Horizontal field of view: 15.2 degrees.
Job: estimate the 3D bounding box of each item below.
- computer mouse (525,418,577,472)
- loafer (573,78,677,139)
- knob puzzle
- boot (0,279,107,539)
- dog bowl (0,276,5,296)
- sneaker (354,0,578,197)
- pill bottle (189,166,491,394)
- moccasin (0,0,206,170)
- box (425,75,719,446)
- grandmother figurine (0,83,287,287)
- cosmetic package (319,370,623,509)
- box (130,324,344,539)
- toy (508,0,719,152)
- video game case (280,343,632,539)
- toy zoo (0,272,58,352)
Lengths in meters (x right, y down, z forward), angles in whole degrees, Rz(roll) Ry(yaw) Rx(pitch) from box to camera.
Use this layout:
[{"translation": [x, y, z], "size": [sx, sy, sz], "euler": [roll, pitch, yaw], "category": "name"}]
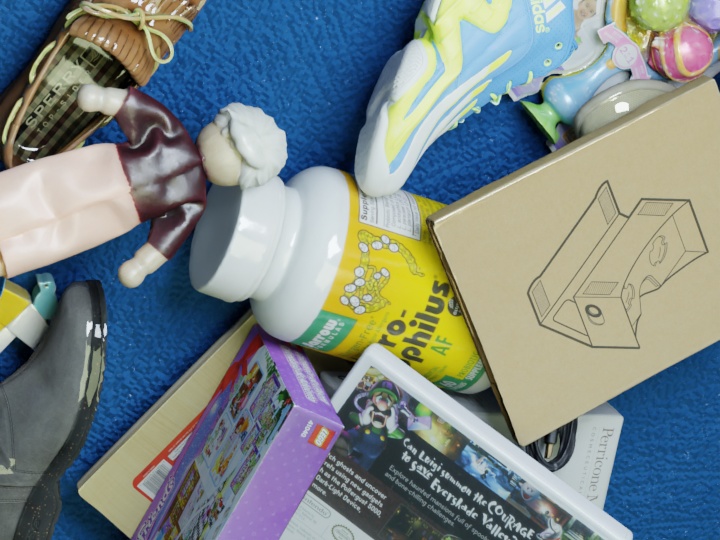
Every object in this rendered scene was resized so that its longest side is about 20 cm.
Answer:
[{"translation": [0.136, 0.032, 1.742], "size": [0.059, 0.034, 0.200], "euler": [26, 76, -39], "category": "computer mouse"}, {"translation": [0.209, -0.050, 1.717], "size": [0.076, 0.068, 0.200], "euler": [-37, 132, 19], "category": "loafer"}, {"translation": [-0.060, 0.134, 1.778], "size": [0.219, 0.030, 0.220], "euler": [-7, 113, -16], "category": "knob puzzle"}, {"translation": [-0.238, 0.088, 1.672], "size": [0.131, 0.070, 0.200], "euler": [14, 106, -15], "category": "boot"}, {"translation": [-0.303, 0.017, 1.637], "size": [0.200, 0.050, 0.112], "euler": [-35, 97, 6], "category": "dog bowl"}, {"translation": [0.074, -0.125, 1.642], "size": [0.105, 0.076, 0.200], "euler": [24, 91, -11], "category": "sneaker"}, {"translation": [0.000, 0.000, 1.687], "size": [0.200, 0.113, 0.113], "euler": [18, 109, -21], "category": "pill bottle"}, {"translation": [-0.149, -0.138, 1.604], "size": [0.201, 0.078, 0.074], "euler": [-44, 115, 8], "category": "moccasin"}, {"translation": [0.156, -0.005, 1.664], "size": [0.200, 0.021, 0.164], "euler": [-27, 113, -11], "category": "box"}, {"translation": [-0.139, -0.054, 1.593], "size": [0.200, 0.061, 0.122], "euler": [-17, 114, -12], "category": "grandmother figurine"}, {"translation": [0.065, 0.125, 1.762], "size": [0.200, 0.074, 0.102], "euler": [2, 109, -25], "category": "cosmetic package"}, {"translation": [-0.086, 0.147, 1.679], "size": [0.039, 0.137, 0.200], "euler": [26, 103, -21], "category": "box"}, {"translation": [0.190, -0.149, 1.702], "size": [0.200, 0.047, 0.115], "euler": [-37, 119, 5], "category": "toy"}, {"translation": [0.038, 0.172, 1.674], "size": [0.200, 0.023, 0.182], "euler": [37, 113, 4], "category": "video game case"}, {"translation": [-0.265, 0.072, 1.705], "size": [0.200, 0.020, 0.131], "euler": [-45, 117, 8], "category": "toy zoo"}]
